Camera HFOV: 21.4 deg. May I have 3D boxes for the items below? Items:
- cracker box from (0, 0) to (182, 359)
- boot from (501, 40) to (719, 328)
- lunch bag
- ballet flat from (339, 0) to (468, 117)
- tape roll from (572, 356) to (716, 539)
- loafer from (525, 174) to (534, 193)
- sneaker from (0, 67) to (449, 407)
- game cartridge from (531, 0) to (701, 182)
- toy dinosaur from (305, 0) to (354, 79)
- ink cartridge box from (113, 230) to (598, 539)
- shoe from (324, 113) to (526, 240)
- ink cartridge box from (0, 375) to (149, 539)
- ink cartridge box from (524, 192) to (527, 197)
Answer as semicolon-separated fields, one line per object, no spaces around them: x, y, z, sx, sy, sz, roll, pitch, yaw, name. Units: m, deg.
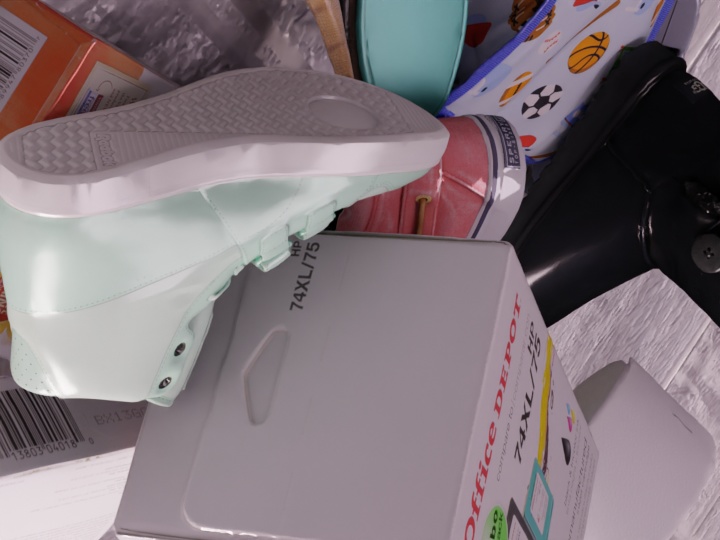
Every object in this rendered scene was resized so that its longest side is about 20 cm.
-0.117;-0.025;0.819;0.134;0.058;0.200;-57;154;2;cracker box
0.163;0.004;0.997;0.076;0.168;0.200;-17;145;-51;boot
0.089;-0.159;0.964;0.170;0.124;0.201;14;100;-65;lunch bag
0.011;-0.161;0.847;0.068;0.068;0.201;-17;128;-24;ballet flat
0.098;0.142;1.027;0.202;0.071;0.202;-46;179;-1;tape roll
0.101;0.027;1.251;0.200;0.063;0.072;-61;157;8;loafer
-0.057;-0.011;0.767;0.200;0.074;0.119;-13;126;-33;sneaker
0.148;-0.112;1.129;0.040;0.134;0.200;7;125;-12;game cartridge
-0.045;-0.158;0.786;0.200;0.060;0.106;39;82;-37;toy dinosaur
0.008;0.095;0.841;0.200;0.146;0.147;61;38;-55;ink cartridge box
0.000;0.000;0.905;0.091;0.072;0.200;0;141;-23;shoe
-0.175;0.119;0.848;0.109;0.050;0.200;-8;149;-48;ink cartridge box
0.023;0.047;1.113;0.200;0.084;0.146;-38;149;-34;ink cartridge box
